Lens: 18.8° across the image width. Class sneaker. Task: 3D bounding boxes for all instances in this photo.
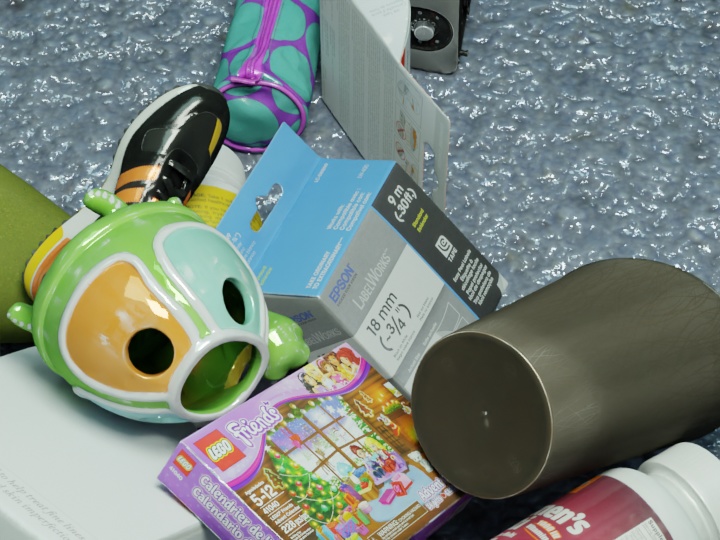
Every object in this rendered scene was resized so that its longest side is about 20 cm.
[{"bbox_3d":[-0.146,-0.034,1.504,0.200,0.070,0.090,-50,46,5],"label":"sneaker"}]

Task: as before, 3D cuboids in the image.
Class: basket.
[{"bbox_3d":[0.136,0.075,1.464,0.180,0.136,0.200,4,13,39],"label":"basket"}]

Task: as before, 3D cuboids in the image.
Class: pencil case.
[{"bbox_3d":[-0.071,-0.192,1.769,0.085,0.092,0.200,3,51,7],"label":"pencil case"}]

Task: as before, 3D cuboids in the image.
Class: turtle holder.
[{"bbox_3d":[-0.123,0.042,1.405,0.141,0.186,0.132,-46,57,-10],"label":"turtle holder"}]

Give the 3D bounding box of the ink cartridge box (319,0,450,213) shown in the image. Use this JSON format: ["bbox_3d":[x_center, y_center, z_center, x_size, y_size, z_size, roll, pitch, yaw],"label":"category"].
[{"bbox_3d":[0.032,-0.133,1.677,0.047,0.160,0.200,-23,55,-18],"label":"ink cartridge box"}]

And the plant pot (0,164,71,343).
[{"bbox_3d":[-0.314,-0.021,1.580,0.200,0.187,0.187,19,50,-6],"label":"plant pot"}]

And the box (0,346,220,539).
[{"bbox_3d":[-0.198,0.161,1.393,0.199,0.131,0.200,34,26,24],"label":"box"}]

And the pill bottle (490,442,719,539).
[{"bbox_3d":[0.158,0.199,1.434,0.200,0.110,0.110,-28,56,-23],"label":"pill bottle"}]

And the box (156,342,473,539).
[{"bbox_3d":[-0.020,0.133,1.398,0.137,0.039,0.200,42,33,12],"label":"box"}]

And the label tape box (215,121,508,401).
[{"bbox_3d":[0.000,0.000,1.552,0.200,0.063,0.144,46,50,-21],"label":"label tape box"}]

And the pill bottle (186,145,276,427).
[{"bbox_3d":[-0.124,0.005,1.588,0.114,0.114,0.200,-4,50,-5],"label":"pill bottle"}]

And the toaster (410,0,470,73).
[{"bbox_3d":[0.044,-0.295,1.801,0.118,0.181,0.200,7,51,6],"label":"toaster"}]
